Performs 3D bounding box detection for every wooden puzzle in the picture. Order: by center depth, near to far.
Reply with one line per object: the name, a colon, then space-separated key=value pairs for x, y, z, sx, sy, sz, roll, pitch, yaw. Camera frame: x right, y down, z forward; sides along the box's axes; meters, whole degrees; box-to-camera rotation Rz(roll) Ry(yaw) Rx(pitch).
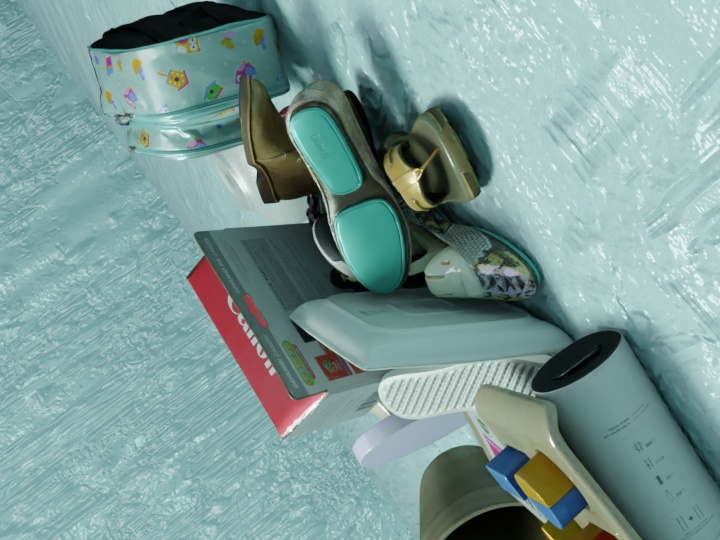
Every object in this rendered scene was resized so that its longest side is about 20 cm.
wooden puzzle: x=0.160 y=0.189 z=0.787 sx=0.201 sy=0.046 sz=0.185 roll=56 pitch=172 yaw=-4

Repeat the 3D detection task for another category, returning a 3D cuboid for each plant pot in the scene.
plant pot: x=0.154 y=0.321 z=1.279 sx=0.201 sy=0.199 sz=0.174 roll=60 pitch=-177 yaw=-28

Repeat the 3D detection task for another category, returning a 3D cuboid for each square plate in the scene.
square plate: x=0.058 y=0.044 z=0.887 sx=0.200 sy=0.196 sz=0.029 roll=-156 pitch=65 yaw=-66

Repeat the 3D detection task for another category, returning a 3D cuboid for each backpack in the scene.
backpack: x=-0.168 y=-0.196 z=1.026 sx=0.199 sy=0.175 sz=0.155 roll=6 pitch=112 yaw=59

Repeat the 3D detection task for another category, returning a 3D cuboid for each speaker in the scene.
speaker: x=0.213 y=0.146 z=0.761 sx=0.201 sy=0.081 sz=0.081 roll=55 pitch=168 yaw=-9

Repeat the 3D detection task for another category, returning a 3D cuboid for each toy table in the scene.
toy table: x=0.048 y=0.133 z=1.135 sx=0.199 sy=0.184 sz=0.118 roll=-4 pitch=-125 yaw=-52

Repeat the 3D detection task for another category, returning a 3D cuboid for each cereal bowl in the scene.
cereal bowl: x=-0.137 y=-0.138 z=1.311 sx=0.200 sy=0.083 sz=0.200 roll=49 pitch=167 yaw=16

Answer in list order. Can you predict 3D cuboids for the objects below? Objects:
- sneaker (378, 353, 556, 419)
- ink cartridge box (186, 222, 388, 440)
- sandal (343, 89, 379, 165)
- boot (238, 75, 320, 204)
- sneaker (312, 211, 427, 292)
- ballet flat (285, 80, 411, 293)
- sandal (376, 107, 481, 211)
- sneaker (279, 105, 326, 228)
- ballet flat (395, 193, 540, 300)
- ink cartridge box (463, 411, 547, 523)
sneaker: x=0.115 y=0.089 z=0.933 sx=0.198 sy=0.080 sz=0.079 roll=-4 pitch=120 yaw=31
ink cartridge box: x=-0.078 y=0.056 z=0.996 sx=0.175 sy=0.084 sz=0.201 roll=-5 pitch=-125 yaw=-52
sandal: x=-0.008 y=-0.093 z=0.959 sx=0.200 sy=0.054 sz=0.082 roll=74 pitch=-178 yaw=-68
boot: x=-0.072 y=-0.125 z=0.952 sx=0.200 sy=0.075 sz=0.074 roll=71 pitch=-162 yaw=-69
sneaker: x=0.000 y=0.000 z=0.985 sx=0.200 sy=0.082 sz=0.072 roll=24 pitch=-132 yaw=-56
ballet flat: x=-0.002 y=-0.074 z=0.852 sx=0.068 sy=0.067 sz=0.201 roll=-81 pitch=-25 yaw=-52
sandal: x=0.045 y=-0.082 z=0.832 sx=0.081 sy=0.054 sz=0.200 roll=57 pitch=168 yaw=-10
sneaker: x=-0.033 y=-0.086 z=1.075 sx=0.201 sy=0.074 sz=0.081 roll=60 pitch=167 yaw=-23
ballet flat: x=0.075 y=-0.011 z=0.884 sx=0.200 sy=0.072 sz=0.072 roll=38 pitch=160 yaw=52
ink cartridge box: x=0.189 y=0.183 z=0.970 sx=0.165 sy=0.075 sz=0.200 roll=59 pitch=168 yaw=-28
